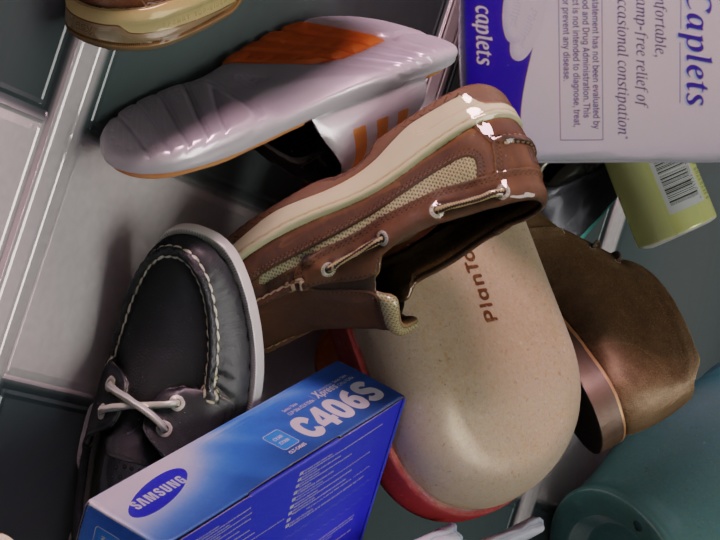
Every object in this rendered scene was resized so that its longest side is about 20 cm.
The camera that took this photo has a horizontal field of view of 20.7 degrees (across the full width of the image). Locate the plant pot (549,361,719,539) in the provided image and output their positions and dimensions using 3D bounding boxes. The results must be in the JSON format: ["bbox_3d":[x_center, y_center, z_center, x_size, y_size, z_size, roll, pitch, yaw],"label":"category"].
[{"bbox_3d":[0.241,0.183,1.384,0.187,0.200,0.201,-22,123,-34],"label":"plant pot"}]

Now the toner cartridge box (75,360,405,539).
[{"bbox_3d":[-0.056,0.116,0.883,0.200,0.043,0.095,-26,136,-56],"label":"toner cartridge box"}]

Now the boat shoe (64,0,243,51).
[{"bbox_3d":[-0.052,-0.164,0.859,0.200,0.072,0.068,-37,136,-40],"label":"boat shoe"}]

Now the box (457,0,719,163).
[{"bbox_3d":[0.162,-0.118,1.032,0.184,0.199,0.106,-47,136,-74],"label":"box"}]

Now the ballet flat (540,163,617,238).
[{"bbox_3d":[0.154,-0.084,1.225,0.200,0.073,0.073,-42,137,-31],"label":"ballet flat"}]

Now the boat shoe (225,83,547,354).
[{"bbox_3d":[-0.003,-0.001,0.915,0.202,0.075,0.075,-37,155,16],"label":"boat shoe"}]

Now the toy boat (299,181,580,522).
[{"bbox_3d":[0.024,0.036,1.029,0.130,0.131,0.201,-7,72,-39],"label":"toy boat"}]

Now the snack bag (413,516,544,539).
[{"bbox_3d":[-0.011,0.182,1.026,0.188,0.021,0.200,-38,163,31],"label":"snack bag"}]

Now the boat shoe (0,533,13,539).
[{"bbox_3d":[-0.144,0.206,0.796,0.072,0.065,0.201,-11,113,-54],"label":"boat shoe"}]

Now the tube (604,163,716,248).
[{"bbox_3d":[0.151,-0.114,1.165,0.058,0.052,0.201,-129,-163,-88],"label":"tube"}]

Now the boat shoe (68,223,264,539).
[{"bbox_3d":[-0.093,0.079,0.905,0.060,0.075,0.201,-25,124,-58],"label":"boat shoe"}]

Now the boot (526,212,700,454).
[{"bbox_3d":[0.116,0.007,1.094,0.075,0.200,0.074,-23,148,-12],"label":"boot"}]

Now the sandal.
[{"bbox_3d":[-0.040,-0.068,0.927,0.206,0.079,0.060,-27,128,-39],"label":"sandal"}]
